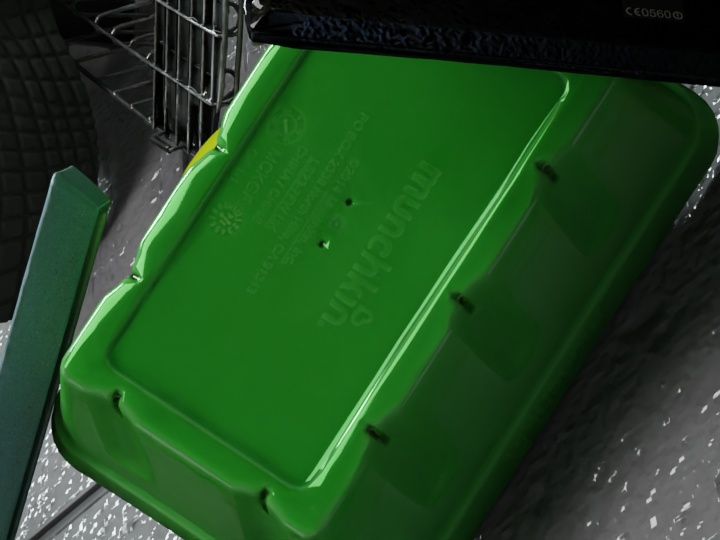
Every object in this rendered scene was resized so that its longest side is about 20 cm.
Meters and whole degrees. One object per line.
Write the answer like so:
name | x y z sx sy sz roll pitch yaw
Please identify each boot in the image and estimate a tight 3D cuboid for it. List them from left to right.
boot | -0.164 -0.084 1.221 0.131 0.068 0.201 10 106 63

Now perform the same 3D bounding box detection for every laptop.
laptop | 0.042 -0.100 0.849 0.103 0.177 0.200 107 163 -49

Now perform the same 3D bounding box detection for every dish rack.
dish rack | -0.083 -0.135 1.169 0.200 0.054 0.154 37 132 54

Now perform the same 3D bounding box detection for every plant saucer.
plant saucer | -0.111 0.067 0.915 0.070 0.019 0.201 -106 33 -86

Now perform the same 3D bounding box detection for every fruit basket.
fruit basket | 0.000 0.000 0.927 0.216 0.155 0.216 -53 -15 -20

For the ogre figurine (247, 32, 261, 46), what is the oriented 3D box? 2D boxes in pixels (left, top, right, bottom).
ogre figurine | 0.035 -0.135 1.029 0.199 0.098 0.120 -2 38 24
